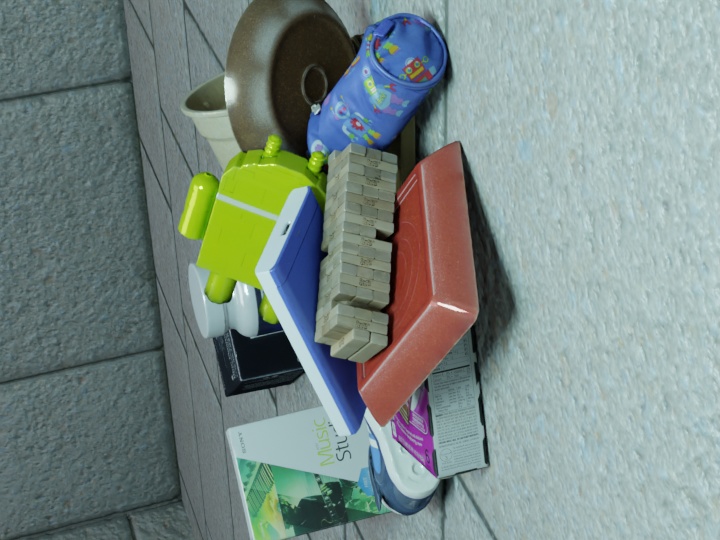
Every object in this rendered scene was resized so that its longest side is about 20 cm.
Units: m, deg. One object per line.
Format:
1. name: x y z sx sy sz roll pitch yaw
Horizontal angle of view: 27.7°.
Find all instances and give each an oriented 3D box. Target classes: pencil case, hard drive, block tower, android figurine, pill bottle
1. pencil case: 0.010 -0.165 1.394 0.086 0.078 0.200 36 148 -4
2. hard drive: -0.034 0.039 1.400 0.133 0.025 0.201 -69 -38 -50
3. block tower: -0.003 -0.022 1.362 0.058 0.053 0.203 141 137 -57
4. android figurine: -0.091 -0.042 1.460 0.041 0.180 0.202 -73 2 -57
5. pill bottle: -0.107 0.018 1.809 0.116 0.197 0.117 169 90 -76

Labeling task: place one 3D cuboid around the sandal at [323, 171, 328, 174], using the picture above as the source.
1. sandal: -0.057 -0.130 1.558 0.201 0.075 0.048 51 -164 -21

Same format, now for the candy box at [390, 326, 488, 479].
1. candy box: 0.068 0.090 1.469 0.136 0.060 0.203 -148 50 -68

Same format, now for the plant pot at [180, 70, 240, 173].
1. plant pot: -0.085 -0.136 1.682 0.200 0.198 0.186 -137 28 -66

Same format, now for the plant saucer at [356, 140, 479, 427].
1. plant saucer: 0.041 0.010 1.355 0.200 0.036 0.202 125 150 -47

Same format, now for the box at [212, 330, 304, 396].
1. box: -0.164 0.078 2.240 0.200 0.116 0.199 133 124 -74

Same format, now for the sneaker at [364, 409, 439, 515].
1. sneaker: 0.032 0.173 1.630 0.147 0.079 0.203 115 142 -68

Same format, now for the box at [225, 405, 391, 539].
1. box: -0.051 0.239 1.764 0.036 0.197 0.146 123 133 -74

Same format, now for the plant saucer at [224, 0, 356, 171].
1. plant saucer: -0.057 -0.188 1.477 0.036 0.199 0.203 6 110 39

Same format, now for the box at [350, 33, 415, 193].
1. box: 0.025 -0.127 1.547 0.164 0.021 0.202 -122 25 -53
